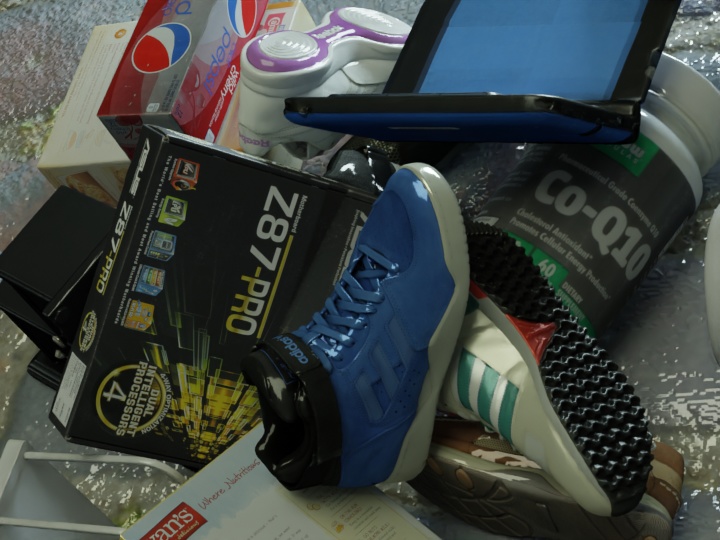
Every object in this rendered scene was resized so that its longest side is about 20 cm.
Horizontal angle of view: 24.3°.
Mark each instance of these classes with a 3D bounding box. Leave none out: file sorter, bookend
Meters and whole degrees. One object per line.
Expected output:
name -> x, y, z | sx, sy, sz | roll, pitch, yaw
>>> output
file sorter -> -0.168, 0.227, 1.033 | 0.124, 0.139, 0.200 | -2, 54, 27
bookend -> -0.196, 0.022, 1.169 | 0.199, 0.200, 0.092 | 24, 68, 38

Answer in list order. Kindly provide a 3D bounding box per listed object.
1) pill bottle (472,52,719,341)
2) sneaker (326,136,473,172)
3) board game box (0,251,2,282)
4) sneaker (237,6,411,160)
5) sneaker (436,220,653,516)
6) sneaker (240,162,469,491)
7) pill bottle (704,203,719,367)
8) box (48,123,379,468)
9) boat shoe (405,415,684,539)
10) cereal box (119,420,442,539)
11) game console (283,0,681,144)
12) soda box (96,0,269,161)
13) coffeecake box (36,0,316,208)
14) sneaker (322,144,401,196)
pill bottle -> 0.151, -0.042, 1.092 | 0.113, 0.113, 0.200 | 25, 70, 39
sneaker -> 0.048, -0.132, 1.221 | 0.199, 0.114, 0.076 | -30, 45, 7
board game box -> -0.369, 0.054, 1.360 | 0.103, 0.019, 0.200 | 29, 72, 39
sneaker -> -0.022, -0.141, 1.264 | 0.075, 0.100, 0.200 | 34, 36, 32
sneaker -> 0.092, 0.071, 0.985 | 0.200, 0.070, 0.093 | 57, 134, 22
sneaker -> -0.009, 0.037, 0.957 | 0.111, 0.200, 0.077 | -5, 28, -31
pill bottle -> 0.310, 0.008, 0.967 | 0.200, 0.114, 0.114 | -2, 54, 27
box -> -0.090, 0.025, 1.055 | 0.049, 0.161, 0.200 | 30, 102, 60
boat shoe -> 0.105, 0.119, 1.024 | 0.200, 0.076, 0.072 | 14, 56, 28
cereal box -> -0.024, 0.184, 0.972 | 0.200, 0.040, 0.144 | 37, 48, 20
game console -> 0.078, -0.141, 1.057 | 0.200, 0.171, 0.118 | 3, 89, 35
soda box -> -0.129, -0.177, 1.282 | 0.070, 0.063, 0.200 | 1, 56, 27
coffeecake box -> -0.139, -0.128, 1.343 | 0.200, 0.073, 0.154 | -3, 54, 27
sneaker -> 0.000, 0.000, 1.133 | 0.073, 0.112, 0.200 | -49, 25, 41
